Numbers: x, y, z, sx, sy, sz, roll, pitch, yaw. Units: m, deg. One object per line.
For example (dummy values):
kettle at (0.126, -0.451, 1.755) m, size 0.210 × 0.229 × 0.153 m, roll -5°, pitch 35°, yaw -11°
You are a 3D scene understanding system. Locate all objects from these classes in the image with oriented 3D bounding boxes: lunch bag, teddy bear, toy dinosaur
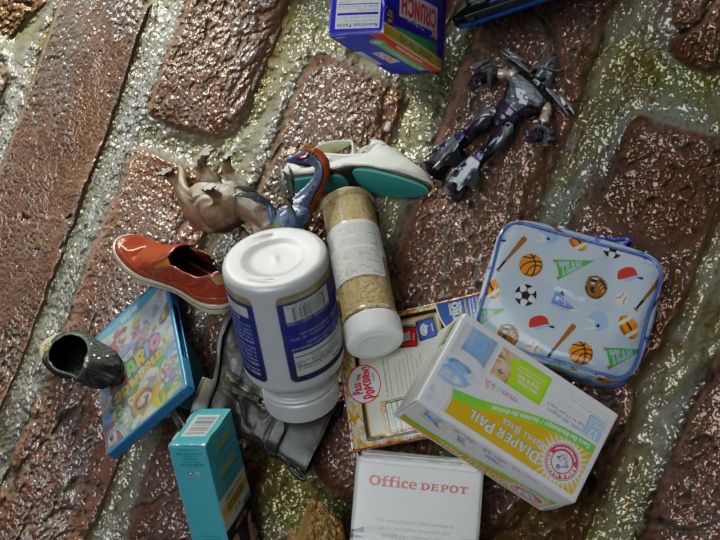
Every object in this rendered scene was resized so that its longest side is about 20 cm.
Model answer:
lunch bag at (0.230, 0.033, 1.390) m, size 0.197 × 0.076 × 0.162 m, roll 16°, pitch 79°, yaw 11°
teddy bear at (-0.065, 0.364, 1.473) m, size 0.066 × 0.145 × 0.202 m, roll 21°, pitch 97°, yaw -12°
toy dinosaur at (-0.178, -0.073, 1.598) m, size 0.198 × 0.086 × 0.137 m, roll 15°, pitch 134°, yaw 43°
toy dinosaur at (-0.092, -0.053, 1.516) m, size 0.181 × 0.201 × 0.105 m, roll -44°, pitch 46°, yaw -17°

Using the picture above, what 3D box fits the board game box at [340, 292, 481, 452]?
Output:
board game box at (0.075, 0.119, 1.478) m, size 0.197 × 0.046 × 0.154 m, roll -12°, pitch 79°, yaw 21°

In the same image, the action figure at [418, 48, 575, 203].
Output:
action figure at (0.160, -0.170, 1.468) m, size 0.200 × 0.069 × 0.130 m, roll -47°, pitch 64°, yaw 8°

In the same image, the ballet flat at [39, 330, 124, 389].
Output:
ballet flat at (-0.365, 0.107, 1.630) m, size 0.199 × 0.057 × 0.067 m, roll 8°, pitch 72°, yaw 52°

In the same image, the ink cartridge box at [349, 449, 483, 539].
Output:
ink cartridge box at (0.059, 0.307, 1.422) m, size 0.143 × 0.085 × 0.203 m, roll 5°, pitch 87°, yaw 4°

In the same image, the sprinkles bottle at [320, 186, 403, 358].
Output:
sprinkles bottle at (0.000, 0.000, 1.482) m, size 0.068 × 0.068 × 0.202 m, roll -24°, pitch 56°, yaw 19°

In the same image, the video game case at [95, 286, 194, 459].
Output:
video game case at (-0.273, 0.117, 1.587) m, size 0.143 × 0.018 × 0.201 m, roll -40°, pitch 41°, yaw 19°

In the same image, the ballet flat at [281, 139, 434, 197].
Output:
ballet flat at (-0.003, -0.128, 1.538) m, size 0.197 × 0.069 × 0.071 m, roll 2°, pitch 84°, yaw 24°

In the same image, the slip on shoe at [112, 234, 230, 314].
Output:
slip on shoe at (-0.233, -0.010, 1.600) m, size 0.198 × 0.074 × 0.062 m, roll 24°, pitch 128°, yaw 32°

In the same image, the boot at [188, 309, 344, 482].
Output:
boot at (-0.100, 0.138, 1.544) m, size 0.172 × 0.069 × 0.202 m, roll 17°, pitch 73°, yaw 10°

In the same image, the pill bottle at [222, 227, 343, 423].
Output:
pill bottle at (-0.080, 0.066, 1.427) m, size 0.118 × 0.120 × 0.202 m, roll 9°, pitch 129°, yaw 24°

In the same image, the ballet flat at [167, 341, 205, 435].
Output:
ballet flat at (-0.214, 0.186, 1.589) m, size 0.071 × 0.069 × 0.202 m, roll -39°, pitch 70°, yaw 35°

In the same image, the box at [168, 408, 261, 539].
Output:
box at (-0.167, 0.270, 1.494) m, size 0.048 × 0.082 × 0.203 m, roll -2°, pitch 114°, yaw 19°

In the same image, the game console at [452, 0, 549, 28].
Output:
game console at (0.196, -0.371, 1.455) m, size 0.198 × 0.171 × 0.120 m, roll -16°, pitch 104°, yaw 21°

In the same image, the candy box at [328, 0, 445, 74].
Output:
candy box at (0.038, -0.348, 1.486) m, size 0.076 × 0.169 × 0.203 m, roll 3°, pitch 85°, yaw 27°

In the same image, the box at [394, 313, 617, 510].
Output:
box at (0.154, 0.154, 1.355) m, size 0.199 × 0.101 × 0.113 m, roll 32°, pitch 71°, yaw -3°
